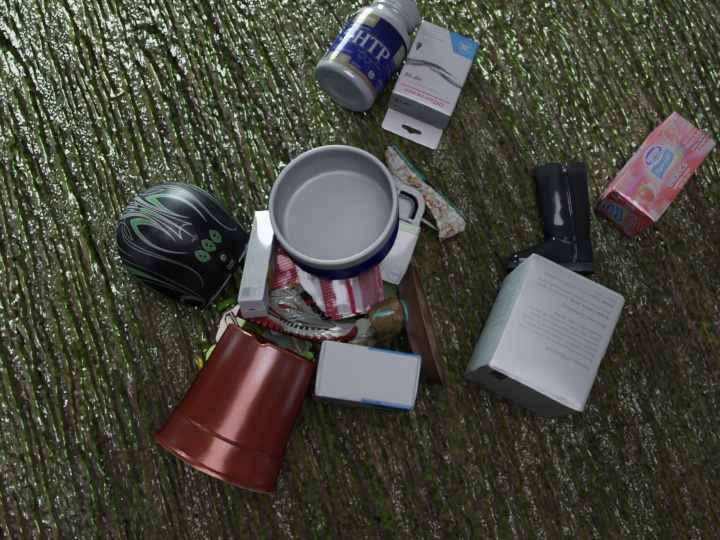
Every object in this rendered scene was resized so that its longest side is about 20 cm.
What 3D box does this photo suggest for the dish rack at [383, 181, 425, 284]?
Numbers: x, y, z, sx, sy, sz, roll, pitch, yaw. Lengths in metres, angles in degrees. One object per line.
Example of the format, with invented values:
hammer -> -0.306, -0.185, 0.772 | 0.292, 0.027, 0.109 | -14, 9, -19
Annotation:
dish rack -> -0.005, -0.085, 1.348 | 0.199, 0.044, 0.172 | 21, 95, 0

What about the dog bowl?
dog bowl -> -0.038, -0.090, 1.233 | 0.199, 0.079, 0.201 | -2, 71, 5

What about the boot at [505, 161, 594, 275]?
boot -> 0.327, -0.093, 1.389 | 0.164, 0.066, 0.201 | 2, 78, -14

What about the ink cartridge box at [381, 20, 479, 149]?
ink cartridge box -> 0.126, -0.335, 1.431 | 0.115, 0.067, 0.201 | 22, 74, -1

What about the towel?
towel -> -0.068, 0.015, 1.273 | 0.199, 0.023, 0.145 | -15, 86, 4

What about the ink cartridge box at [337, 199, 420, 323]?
ink cartridge box -> 0.000, 0.000, 1.310 | 0.145, 0.048, 0.201 | 19, 92, 1

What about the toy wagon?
toy wagon -> -0.177, 0.113, 1.301 | 0.200, 0.040, 0.155 | -29, 80, -11

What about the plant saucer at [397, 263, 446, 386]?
plant saucer -> 0.094, 0.090, 1.259 | 0.037, 0.200, 0.201 | -14, 77, 8

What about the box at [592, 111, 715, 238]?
box -> 0.522, -0.169, 1.411 | 0.095, 0.103, 0.200 | 40, 76, 5

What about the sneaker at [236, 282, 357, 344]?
sneaker -> -0.095, 0.061, 1.213 | 0.199, 0.078, 0.082 | 17, 84, 21

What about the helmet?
helmet -> -0.291, -0.047, 1.263 | 0.190, 0.200, 0.200 | 35, 74, -14

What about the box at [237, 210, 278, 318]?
box -> -0.154, -0.013, 1.228 | 0.041, 0.039, 0.200 | -4, 46, 6

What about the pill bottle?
pill bottle -> 0.018, -0.395, 1.410 | 0.119, 0.120, 0.200 | 32, 75, 3

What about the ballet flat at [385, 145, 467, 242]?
ballet flat -> 0.100, -0.132, 1.377 | 0.064, 0.076, 0.200 | -44, 80, 2

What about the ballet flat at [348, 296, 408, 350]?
ballet flat -> 0.017, 0.096, 1.238 | 0.072, 0.200, 0.068 | -10, 73, -15

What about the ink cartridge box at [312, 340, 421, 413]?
ink cartridge box -> 0.003, 0.168, 1.221 | 0.146, 0.200, 0.086 | 9, 76, -3

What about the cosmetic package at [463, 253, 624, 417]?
cosmetic package -> 0.293, 0.111, 1.283 | 0.165, 0.165, 0.201 | 25, 75, 1

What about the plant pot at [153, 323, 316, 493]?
plant pot -> -0.173, 0.196, 1.181 | 0.200, 0.201, 0.196 | 25, 84, 1
